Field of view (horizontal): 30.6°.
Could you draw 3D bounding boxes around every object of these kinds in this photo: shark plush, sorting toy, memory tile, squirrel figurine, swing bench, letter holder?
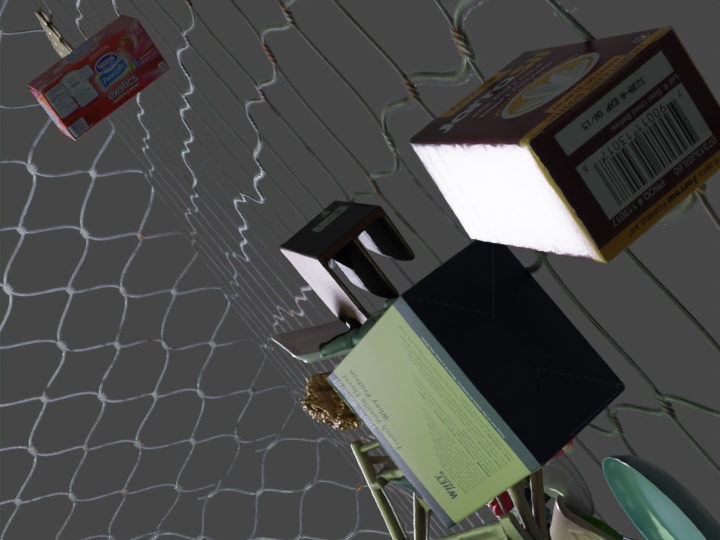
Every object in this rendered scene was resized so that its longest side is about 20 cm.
[{"bbox_3d":[0.044,0.068,1.501,0.091,0.199,0.084,75,-162,-46],"label":"shark plush"},{"bbox_3d":[0.313,0.346,1.564,0.200,0.037,0.185,35,165,18],"label":"sorting toy"},{"bbox_3d":[-0.694,-0.519,3.078,0.153,0.017,0.200,49,170,15],"label":"memory tile"},{"bbox_3d":[0.020,0.170,1.846,0.142,0.199,0.187,60,-179,-10],"label":"squirrel figurine"},{"bbox_3d":[0.118,0.266,1.519,0.129,0.199,0.201,6,-116,-48],"label":"swing bench"},{"bbox_3d":[0.000,0.000,1.645,0.142,0.100,0.200,52,170,-14],"label":"letter holder"}]

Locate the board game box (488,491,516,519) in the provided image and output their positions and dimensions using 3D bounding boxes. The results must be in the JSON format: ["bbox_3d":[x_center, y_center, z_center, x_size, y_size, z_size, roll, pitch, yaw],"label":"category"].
[{"bbox_3d":[0.147,0.275,1.686,0.158,0.039,0.200,46,173,-10],"label":"board game box"}]

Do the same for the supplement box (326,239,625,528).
[{"bbox_3d":[0.105,0.109,1.271,0.200,0.134,0.200,50,146,8],"label":"supplement box"}]

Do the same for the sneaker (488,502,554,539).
[{"bbox_3d":[0.230,0.363,1.806,0.200,0.088,0.074,32,164,23],"label":"sneaker"}]

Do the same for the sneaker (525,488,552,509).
[{"bbox_3d":[0.183,0.235,1.735,0.200,0.076,0.091,61,172,-33],"label":"sneaker"}]

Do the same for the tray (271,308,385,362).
[{"bbox_3d":[-0.008,0.085,1.716,0.107,0.199,0.022,-154,54,-67],"label":"tray"}]

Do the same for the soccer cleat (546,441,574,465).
[{"bbox_3d":[0.179,0.129,1.414,0.200,0.067,0.077,62,179,-41],"label":"soccer cleat"}]

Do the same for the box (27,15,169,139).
[{"bbox_3d":[-0.422,-0.314,2.122,0.100,0.200,0.095,57,166,-28],"label":"box"}]

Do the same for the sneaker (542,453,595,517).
[{"bbox_3d":[0.205,0.238,1.619,0.200,0.080,0.070,47,167,16],"label":"sneaker"}]

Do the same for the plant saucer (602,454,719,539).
[{"bbox_3d":[0.322,0.260,1.328,0.200,0.027,0.200,49,169,13],"label":"plant saucer"}]

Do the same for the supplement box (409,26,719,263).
[{"bbox_3d":[0.123,-0.077,0.807,0.086,0.110,0.200,55,169,-14],"label":"supplement box"}]
